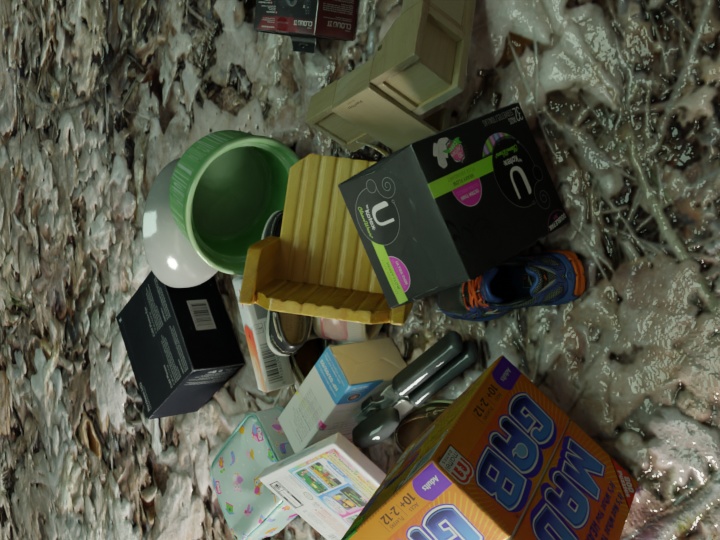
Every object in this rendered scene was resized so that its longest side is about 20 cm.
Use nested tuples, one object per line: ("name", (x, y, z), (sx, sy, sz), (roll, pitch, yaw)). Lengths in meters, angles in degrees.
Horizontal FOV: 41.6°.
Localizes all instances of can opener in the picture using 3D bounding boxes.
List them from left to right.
("can opener", (0.067, 0.154, 1.182), (0.200, 0.052, 0.067), (-45, 32, 26))

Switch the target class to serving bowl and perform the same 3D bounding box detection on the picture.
("serving bowl", (-0.249, -0.070, 1.463), (0.065, 0.199, 0.204), (8, 100, 25))

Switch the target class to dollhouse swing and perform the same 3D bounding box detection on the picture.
("dollhouse swing", (-0.026, -0.045, 1.160), (0.197, 0.182, 0.179), (8, 99, 7))

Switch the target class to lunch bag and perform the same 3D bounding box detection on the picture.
("lunch bag", (-0.149, 0.308, 1.450), (0.200, 0.076, 0.162), (-51, 56, 38))

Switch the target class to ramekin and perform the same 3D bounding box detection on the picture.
("ramekin", (-0.179, -0.105, 1.369), (0.097, 0.198, 0.203), (31, 116, 51))

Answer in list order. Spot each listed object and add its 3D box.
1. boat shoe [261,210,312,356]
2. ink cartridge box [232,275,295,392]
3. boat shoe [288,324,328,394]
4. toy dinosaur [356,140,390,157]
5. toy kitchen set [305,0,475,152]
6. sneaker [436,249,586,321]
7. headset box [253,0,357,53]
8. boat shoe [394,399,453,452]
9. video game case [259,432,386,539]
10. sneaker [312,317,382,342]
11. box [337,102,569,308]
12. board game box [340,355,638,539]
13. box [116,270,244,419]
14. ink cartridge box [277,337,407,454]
("boat shoe", (-0.097, 0.013, 1.285), (0.060, 0.073, 0.203), (151, 124, -66))
("ink cartridge box", (-0.157, 0.089, 1.394), (0.200, 0.049, 0.165), (168, 87, -70))
("boat shoe", (-0.078, 0.087, 1.346), (0.068, 0.074, 0.203), (178, 78, -69))
("toy dinosaur", (0.077, -0.086, 1.141), (0.058, 0.100, 0.202), (-38, 69, 38))
("toy kitchen set", (0.068, -0.246, 1.159), (0.199, 0.162, 0.183), (-21, 50, 47))
("sneaker", (0.156, 0.015, 1.079), (0.199, 0.078, 0.077), (-20, 78, 47))
("headset box", (-0.073, -0.405, 1.310), (0.148, 0.074, 0.203), (18, 106, 47))
("boat shoe", (0.102, 0.195, 1.156), (0.201, 0.074, 0.076), (-21, 77, 47))
("video game case", (-0.013, 0.306, 1.246), (0.200, 0.024, 0.181), (44, 135, -13))
("sneaker", (0.000, 0.000, 1.265), (0.104, 0.075, 0.204), (12, 97, 36))
("box", (0.102, -0.072, 1.019), (0.124, 0.199, 0.150), (-22, 93, 46))
("board game box", (0.130, 0.259, 0.986), (0.200, 0.200, 0.200), (42, 128, 4))
("box", (-0.306, 0.115, 1.594), (0.182, 0.103, 0.202), (-42, 62, 41))
("ink cartridge box", (-0.032, 0.183, 1.277), (0.068, 0.114, 0.201), (57, 131, 29))
